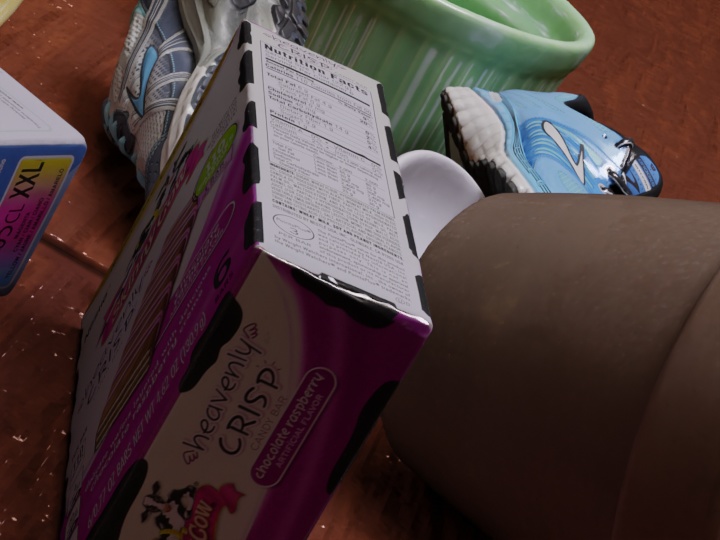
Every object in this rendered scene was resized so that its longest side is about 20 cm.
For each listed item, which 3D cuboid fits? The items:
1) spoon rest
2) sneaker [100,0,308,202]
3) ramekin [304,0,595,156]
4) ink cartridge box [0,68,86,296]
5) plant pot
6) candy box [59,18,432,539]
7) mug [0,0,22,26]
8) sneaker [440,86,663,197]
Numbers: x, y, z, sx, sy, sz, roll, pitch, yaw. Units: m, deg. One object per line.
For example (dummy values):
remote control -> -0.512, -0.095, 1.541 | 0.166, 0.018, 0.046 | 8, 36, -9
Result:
spoon rest -> 0.000, 0.000, 0.919 | 0.061, 0.100, 0.200 | -12, -6, 42
sneaker -> -0.071, -0.062, 0.989 | 0.078, 0.086, 0.200 | 40, 35, -31
ramekin -> 0.012, -0.126, 1.191 | 0.200, 0.098, 0.200 | 25, 19, -9
ink cartridge box -> -0.211, -0.049, 0.755 | 0.136, 0.076, 0.200 | 38, 21, 25
plant pot -> 0.106, 0.046, 0.825 | 0.174, 0.201, 0.200 | 22, 14, 34
candy box -> -0.042, 0.017, 0.738 | 0.061, 0.137, 0.200 | 25, 20, -14
mug -> -0.223, -0.170, 0.979 | 0.153, 0.149, 0.187 | 30, -21, 27
sneaker -> 0.098, -0.035, 1.033 | 0.090, 0.079, 0.200 | -11, 34, -7
